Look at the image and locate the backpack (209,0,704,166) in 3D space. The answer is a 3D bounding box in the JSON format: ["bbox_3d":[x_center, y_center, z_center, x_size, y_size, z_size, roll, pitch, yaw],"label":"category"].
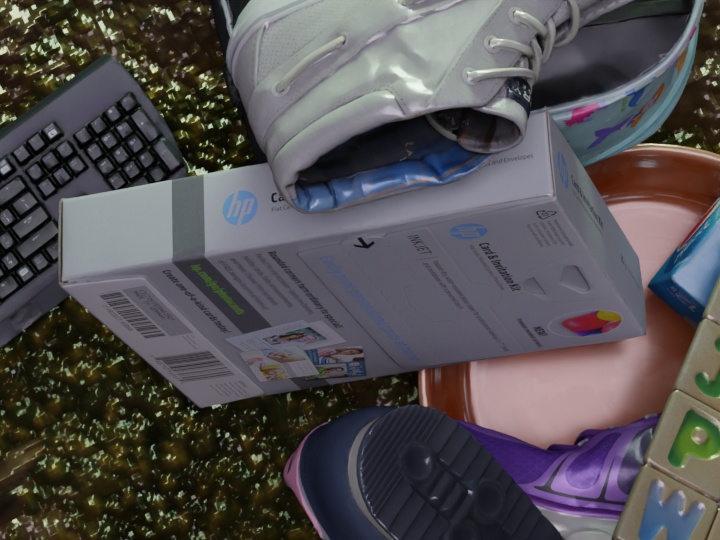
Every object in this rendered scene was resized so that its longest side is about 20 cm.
[{"bbox_3d":[0.042,-0.115,1.131,0.199,0.151,0.178,-18,72,3],"label":"backpack"}]

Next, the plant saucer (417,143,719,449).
[{"bbox_3d":[0.124,0.046,1.184,0.200,0.032,0.201,0,85,0],"label":"plant saucer"}]

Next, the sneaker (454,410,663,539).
[{"bbox_3d":[0.122,0.086,1.119,0.199,0.081,0.084,9,77,14],"label":"sneaker"}]

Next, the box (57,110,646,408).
[{"bbox_3d":[0.000,0.000,1.098,0.199,0.156,0.041,-9,67,16],"label":"box"}]

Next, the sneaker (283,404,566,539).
[{"bbox_3d":[0.046,0.131,1.083,0.070,0.082,0.200,-45,110,-28],"label":"sneaker"}]

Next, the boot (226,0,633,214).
[{"bbox_3d":[0.053,-0.082,1.003,0.199,0.074,0.096,-22,49,5],"label":"boot"}]

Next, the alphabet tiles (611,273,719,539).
[{"bbox_3d":[0.214,0.080,1.076,0.200,0.008,0.168,28,66,-5],"label":"alphabet tiles"}]

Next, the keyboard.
[{"bbox_3d":[-0.181,-0.027,1.193,0.200,0.021,0.127,-37,87,-4],"label":"keyboard"}]

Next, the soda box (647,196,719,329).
[{"bbox_3d":[0.218,0.044,1.137,0.200,0.064,0.068,41,85,0],"label":"soda box"}]
